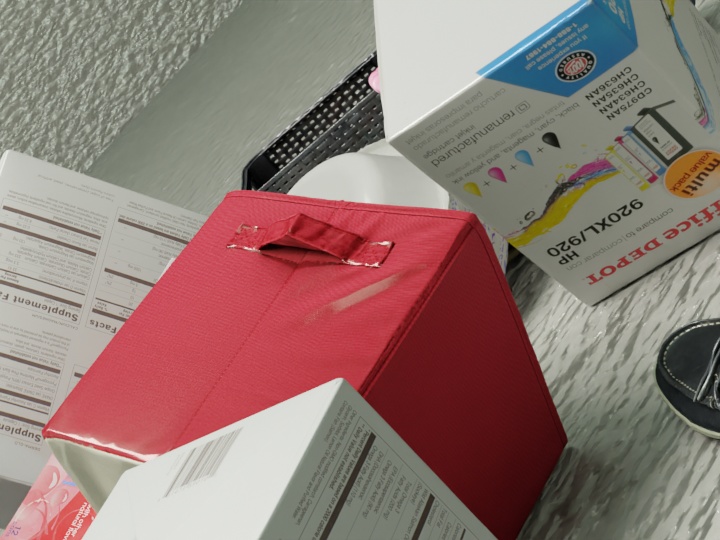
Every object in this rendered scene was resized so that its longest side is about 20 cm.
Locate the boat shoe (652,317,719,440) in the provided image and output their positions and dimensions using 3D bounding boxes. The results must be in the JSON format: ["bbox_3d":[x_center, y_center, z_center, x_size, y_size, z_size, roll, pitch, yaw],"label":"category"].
[{"bbox_3d":[0.191,0.044,0.661,0.075,0.062,0.200,-47,16,-7],"label":"boat shoe"}]

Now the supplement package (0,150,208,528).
[{"bbox_3d":[-0.199,0.060,0.947,0.152,0.150,0.201,139,146,-61],"label":"supplement package"}]

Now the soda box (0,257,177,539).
[{"bbox_3d":[-0.117,0.090,0.826,0.070,0.064,0.201,5,55,37],"label":"soda box"}]

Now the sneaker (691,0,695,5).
[{"bbox_3d":[0.188,-0.150,1.140,0.200,0.070,0.082,-43,-12,16],"label":"sneaker"}]

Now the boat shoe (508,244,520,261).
[{"bbox_3d":[0.116,-0.046,1.036,0.200,0.071,0.076,-49,22,19],"label":"boat shoe"}]

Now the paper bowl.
[{"bbox_3d":[0.000,0.000,1.008,0.200,0.104,0.202,-35,39,34],"label":"paper bowl"}]

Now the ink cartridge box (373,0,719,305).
[{"bbox_3d":[0.127,-0.108,0.869,0.147,0.200,0.145,-32,41,28],"label":"ink cartridge box"}]

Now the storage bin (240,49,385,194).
[{"bbox_3d":[-0.015,-0.114,1.419,0.200,0.094,0.135,-40,18,11],"label":"storage bin"}]

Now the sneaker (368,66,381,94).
[{"bbox_3d":[0.060,-0.118,1.031,0.079,0.096,0.200,-25,6,9],"label":"sneaker"}]

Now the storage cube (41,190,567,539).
[{"bbox_3d":[-0.022,0.086,0.751,0.170,0.201,0.180,7,49,36],"label":"storage cube"}]

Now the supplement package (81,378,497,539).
[{"bbox_3d":[-0.018,0.179,0.568,0.151,0.200,0.151,-26,24,42],"label":"supplement package"}]
